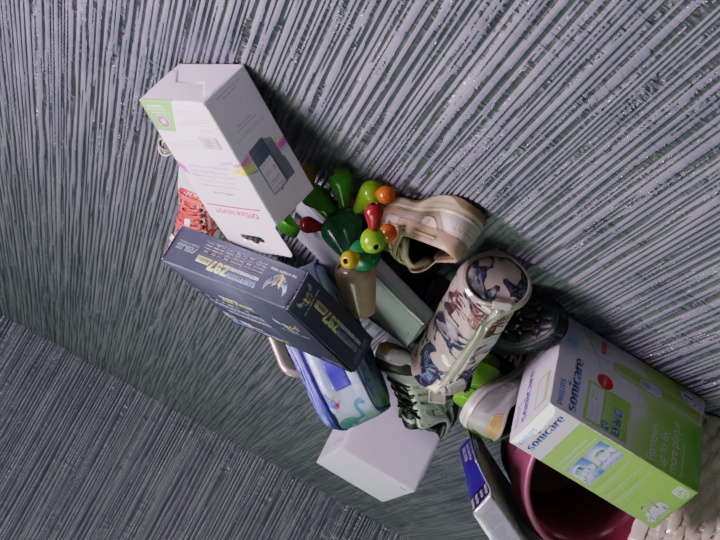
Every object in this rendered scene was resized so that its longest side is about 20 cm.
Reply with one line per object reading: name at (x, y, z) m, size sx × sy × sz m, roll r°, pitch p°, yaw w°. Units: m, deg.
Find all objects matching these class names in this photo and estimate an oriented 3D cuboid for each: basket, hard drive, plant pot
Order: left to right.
hard drive at (0.000, 0.000, 1.735) m, size 0.200 × 0.026 × 0.132 m, roll 45°, pitch 165°, yaw 6°
plant pot at (0.267, 0.246, 1.890) m, size 0.199 × 0.201 × 0.179 m, roll 33°, pitch 178°, yaw -18°
basket at (0.406, 0.278, 1.730) m, size 0.135 × 0.201 × 0.124 m, roll 17°, pitch 155°, yaw 31°

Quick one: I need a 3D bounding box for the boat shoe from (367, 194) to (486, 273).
boat shoe at (0.056, -0.036, 1.574) m, size 0.071 × 0.065 × 0.200 m, roll 34°, pitch 163°, yaw -20°

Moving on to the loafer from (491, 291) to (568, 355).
loafer at (0.177, 0.062, 1.685) m, size 0.070 × 0.069 × 0.200 m, roll 15°, pitch 169°, yaw -27°

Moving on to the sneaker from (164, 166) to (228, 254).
sneaker at (-0.202, -0.061, 1.839) m, size 0.067 × 0.109 × 0.202 m, roll 24°, pitch 163°, yaw 12°

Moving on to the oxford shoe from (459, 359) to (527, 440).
oxford shoe at (0.190, 0.146, 1.719) m, size 0.058 × 0.199 × 0.076 m, roll 34°, pitch 124°, yaw 26°

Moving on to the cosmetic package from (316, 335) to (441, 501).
cosmetic package at (0.048, 0.199, 2.052) m, size 0.122 × 0.201 × 0.199 m, roll 29°, pitch 163°, yaw -4°

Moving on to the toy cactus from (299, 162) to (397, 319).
toy cactus at (-0.017, -0.026, 1.590) m, size 0.200 × 0.102 × 0.167 m, roll 23°, pitch 128°, yaw 57°

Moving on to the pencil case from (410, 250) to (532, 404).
pencil case at (0.118, 0.061, 1.619) m, size 0.077 × 0.090 × 0.201 m, roll 3°, pitch 145°, yaw -18°

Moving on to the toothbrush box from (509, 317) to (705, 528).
toothbrush box at (0.277, 0.167, 1.652) m, size 0.199 × 0.146 × 0.086 m, roll 31°, pitch 131°, yaw -9°

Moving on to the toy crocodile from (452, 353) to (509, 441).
toy crocodile at (0.161, 0.156, 1.802) m, size 0.061 × 0.068 × 0.200 m, roll 12°, pitch 154°, yaw 27°

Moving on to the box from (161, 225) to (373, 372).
box at (-0.102, 0.031, 1.632) m, size 0.199 × 0.051 × 0.158 m, roll 20°, pitch 162°, yaw 37°

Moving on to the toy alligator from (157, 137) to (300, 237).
toy alligator at (-0.144, -0.104, 1.728) m, size 0.199 × 0.060 × 0.054 m, roll 34°, pitch -153°, yaw 10°

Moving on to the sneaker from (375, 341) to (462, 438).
sneaker at (0.073, 0.153, 1.827) m, size 0.075 × 0.088 × 0.200 m, roll 25°, pitch 174°, yaw 40°

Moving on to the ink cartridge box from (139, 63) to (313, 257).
ink cartridge box at (-0.128, -0.114, 1.539) m, size 0.117 × 0.067 × 0.201 m, roll 10°, pitch 138°, yaw 47°

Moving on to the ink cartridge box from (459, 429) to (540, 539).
ink cartridge box at (0.168, 0.289, 1.866) m, size 0.201 × 0.040 × 0.200 m, roll 59°, pitch -173°, yaw -14°

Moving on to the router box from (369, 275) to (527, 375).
router box at (0.111, 0.079, 1.852) m, size 0.200 × 0.051 × 0.149 m, roll 38°, pitch 160°, yaw -29°

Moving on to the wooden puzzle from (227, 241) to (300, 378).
wooden puzzle at (-0.092, 0.055, 1.919) m, size 0.201 × 0.037 × 0.185 m, roll 62°, pitch -168°, yaw 15°

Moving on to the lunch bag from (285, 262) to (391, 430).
lunch bag at (-0.038, 0.092, 1.791) m, size 0.161 × 0.082 × 0.201 m, roll 22°, pitch -137°, yaw -82°
